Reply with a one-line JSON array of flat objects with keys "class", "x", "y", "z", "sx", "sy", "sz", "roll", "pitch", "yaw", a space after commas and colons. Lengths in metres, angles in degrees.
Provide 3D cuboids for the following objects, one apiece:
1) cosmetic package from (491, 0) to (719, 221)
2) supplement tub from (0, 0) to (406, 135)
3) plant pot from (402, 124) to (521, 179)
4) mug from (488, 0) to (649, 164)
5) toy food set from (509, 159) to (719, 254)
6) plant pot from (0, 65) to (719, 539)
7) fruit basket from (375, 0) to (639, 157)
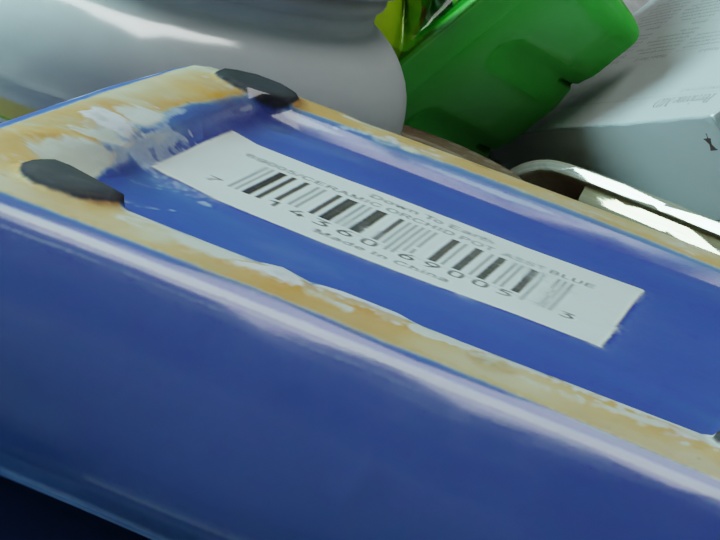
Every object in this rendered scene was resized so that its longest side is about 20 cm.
[{"class": "cosmetic package", "x": 0.152, "y": -0.081, "z": 1.015, "sx": 0.052, "sy": 0.151, "sz": 0.200, "roll": 56, "pitch": -17, "yaw": -12}, {"class": "supplement tub", "x": -0.072, "y": -0.010, "z": 0.638, "sx": 0.145, "sy": 0.201, "sz": 0.145, "roll": 17, "pitch": 14, "yaw": -4}, {"class": "plant pot", "x": 0.000, "y": 0.000, "z": 0.925, "sx": 0.200, "sy": 0.093, "sz": 0.201, "roll": 16, "pitch": 14, "yaw": -4}, {"class": "mug", "x": 0.082, "y": -0.058, "z": 1.194, "sx": 0.200, "sy": 0.147, "sz": 0.175, "roll": 47, "pitch": 20, "yaw": -8}, {"class": "toy food set", "x": 0.143, "y": 0.036, "z": 0.988, "sx": 0.199, "sy": 0.061, "sz": 0.143, "roll": 24, "pitch": -11, "yaw": 36}, {"class": "plant pot", "x": -0.011, "y": 0.076, "z": 0.432, "sx": 0.199, "sy": 0.181, "sz": 0.200, "roll": 21, "pitch": 15, "yaw": 10}, {"class": "fruit basket", "x": -0.018, "y": -0.110, "z": 1.006, "sx": 0.215, "sy": 0.216, "sz": 0.156, "roll": 11, "pitch": 41, "yaw": -27}]
